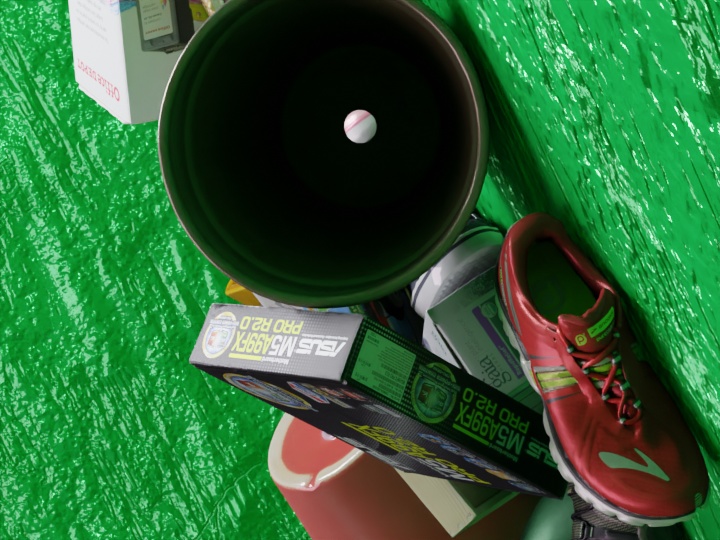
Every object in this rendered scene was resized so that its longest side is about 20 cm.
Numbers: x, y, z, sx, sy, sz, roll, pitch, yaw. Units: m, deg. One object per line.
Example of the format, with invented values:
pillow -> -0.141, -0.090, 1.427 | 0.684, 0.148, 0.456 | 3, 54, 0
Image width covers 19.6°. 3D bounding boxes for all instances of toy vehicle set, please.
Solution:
toy vehicle set -> 0.074, 0.122, 1.574 | 0.124, 0.027, 0.200 | 50, -157, 10

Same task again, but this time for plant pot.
plant pot -> -0.012, -0.085, 1.311 | 0.201, 0.199, 0.174 | 62, -170, -2
plant pot -> 0.033, 0.171, 1.680 | 0.177, 0.200, 0.200 | 46, -178, -28

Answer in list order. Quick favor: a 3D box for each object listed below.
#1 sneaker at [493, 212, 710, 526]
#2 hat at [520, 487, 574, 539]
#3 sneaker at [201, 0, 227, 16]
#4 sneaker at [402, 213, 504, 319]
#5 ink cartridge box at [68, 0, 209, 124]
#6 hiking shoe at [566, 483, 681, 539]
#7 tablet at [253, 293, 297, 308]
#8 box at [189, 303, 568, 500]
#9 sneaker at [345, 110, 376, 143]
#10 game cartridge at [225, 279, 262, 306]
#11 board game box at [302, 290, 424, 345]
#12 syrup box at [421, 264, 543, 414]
sneaker -> 0.130, 0.054, 1.179 | 0.201, 0.077, 0.085 | 59, 168, 25
hat -> 0.120, 0.224, 1.487 | 0.166, 0.175, 0.200 | 62, 174, 3
sneaker -> -0.087, -0.240, 1.597 | 0.201, 0.090, 0.075 | 65, 176, -29
sneaker -> 0.056, -0.009, 1.478 | 0.080, 0.078, 0.200 | 55, 174, 12
ink cartridge box -> -0.182, -0.236, 1.685 | 0.148, 0.085, 0.201 | -141, 43, -58
hiking shoe -> 0.161, 0.190, 1.366 | 0.201, 0.100, 0.076 | 61, 173, 13
tablet -> -0.036, 0.033, 1.680 | 0.130, 0.014, 0.200 | 19, 163, 22
box -> 0.017, 0.082, 1.310 | 0.200, 0.044, 0.160 | 31, 163, -36
sneaker -> -0.018, -0.138, 1.536 | 0.105, 0.075, 0.200 | 58, 179, -8
game cartridge -> 0.000, 0.048, 1.748 | 0.199, 0.033, 0.176 | 32, 163, -15
board game box -> 0.000, 0.000, 1.528 | 0.152, 0.036, 0.200 | 62, -161, 1
syrup box -> 0.094, 0.062, 1.447 | 0.079, 0.081, 0.200 | 55, 171, 12
